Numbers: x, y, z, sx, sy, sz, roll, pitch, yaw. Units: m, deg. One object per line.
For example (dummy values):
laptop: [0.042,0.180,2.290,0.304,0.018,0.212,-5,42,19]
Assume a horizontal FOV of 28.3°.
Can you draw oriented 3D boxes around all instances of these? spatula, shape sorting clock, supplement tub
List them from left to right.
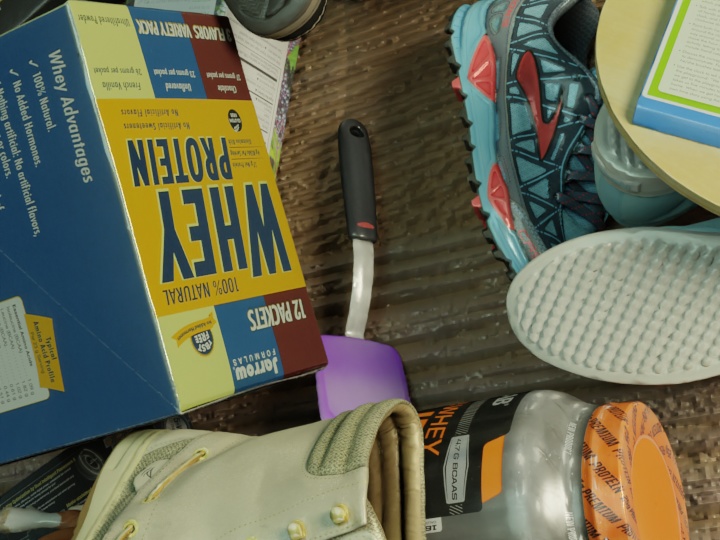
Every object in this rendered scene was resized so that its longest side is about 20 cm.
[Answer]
spatula: [0.000,0.000,0.798,0.021,0.056,0.200,137,137,-55]
supplement tub: [0.047,0.126,0.685,0.200,0.123,0.123,-13,69,25]
shape sorting clock: [0.204,-0.091,0.631,0.200,0.039,0.200,-2,59,4]

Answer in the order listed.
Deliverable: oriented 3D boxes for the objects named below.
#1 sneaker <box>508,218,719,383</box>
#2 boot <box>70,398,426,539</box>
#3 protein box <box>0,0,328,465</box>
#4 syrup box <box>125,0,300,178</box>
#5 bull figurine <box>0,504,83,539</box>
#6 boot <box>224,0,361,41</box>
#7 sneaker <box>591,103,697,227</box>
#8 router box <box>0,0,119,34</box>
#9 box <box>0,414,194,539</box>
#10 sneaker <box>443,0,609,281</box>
sneaker: [0.172,0.009,0.664,0.200,0.082,0.074,-5,94,16]
boot: [-0.055,0.138,0.596,0.155,0.072,0.200,-11,38,25]
protein box: [-0.156,-0.010,0.743,0.200,0.135,0.199,-18,87,29]
syrup box: [-0.098,-0.093,0.858,0.079,0.081,0.200,3,79,31]
bull figurine: [-0.160,0.163,0.706,0.121,0.200,0.065,3,99,31]
boot: [-0.028,-0.196,0.807,0.073,0.151,0.200,-26,63,20]
sneaker: [0.191,-0.093,0.703,0.200,0.082,0.074,-33,66,-10]
router box: [-0.207,-0.243,0.982,0.200,0.051,0.149,-37,62,15]
box: [-0.162,0.193,0.830,0.200,0.044,0.160,-36,61,16]
sneaker: [0.105,-0.067,0.736,0.095,0.079,0.200,-20,67,21]
